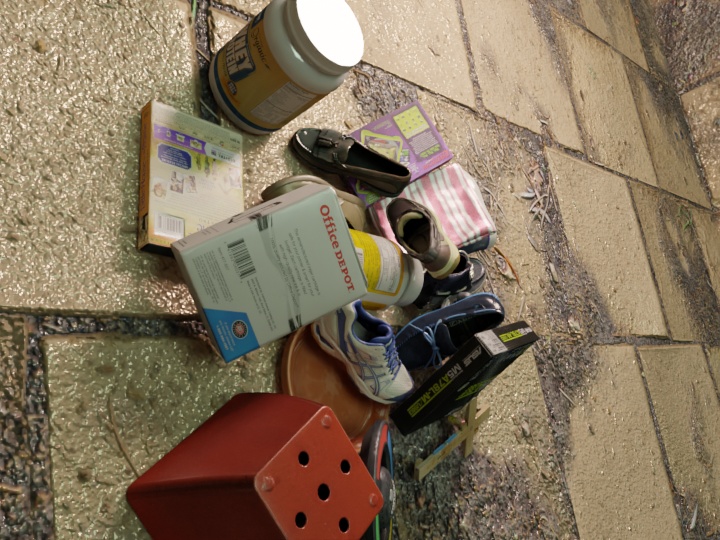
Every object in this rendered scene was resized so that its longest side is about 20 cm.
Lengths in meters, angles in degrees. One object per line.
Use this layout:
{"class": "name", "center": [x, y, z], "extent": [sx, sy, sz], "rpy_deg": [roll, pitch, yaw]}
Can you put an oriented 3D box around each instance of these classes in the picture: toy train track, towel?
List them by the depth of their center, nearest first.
{"class": "toy train track", "center": [0.143, 0.269, 1.130], "extent": [0.199, 0.032, 0.116], "rpy_deg": [-29, 129, -42]}
{"class": "towel", "center": [0.120, -0.095, 1.185], "extent": [0.198, 0.030, 0.147], "rpy_deg": [-21, 72, -19]}

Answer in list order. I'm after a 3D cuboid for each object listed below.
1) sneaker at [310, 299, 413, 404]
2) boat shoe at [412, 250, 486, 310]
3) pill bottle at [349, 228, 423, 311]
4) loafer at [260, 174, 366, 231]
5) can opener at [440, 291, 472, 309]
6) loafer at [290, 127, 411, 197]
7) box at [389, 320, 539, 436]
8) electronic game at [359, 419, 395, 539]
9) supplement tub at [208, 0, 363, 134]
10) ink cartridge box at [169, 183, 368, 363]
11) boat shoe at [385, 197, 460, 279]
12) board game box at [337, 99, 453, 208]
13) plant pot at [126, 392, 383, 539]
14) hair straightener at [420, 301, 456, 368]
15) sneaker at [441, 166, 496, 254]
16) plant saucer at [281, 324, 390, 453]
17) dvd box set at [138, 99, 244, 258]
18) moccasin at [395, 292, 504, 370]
{"class": "sneaker", "center": [0.020, 0.118, 0.984], "extent": [0.200, 0.088, 0.076], "rpy_deg": [44, 44, -26]}
{"class": "boat shoe", "center": [0.170, 0.003, 1.185], "extent": [0.199, 0.093, 0.075], "rpy_deg": [-24, 71, -45]}
{"class": "pill bottle", "center": [0.000, 0.000, 1.042], "extent": [0.199, 0.112, 0.114], "rpy_deg": [11, 65, -43]}
{"class": "loafer", "center": [-0.060, -0.088, 1.045], "extent": [0.199, 0.076, 0.068], "rpy_deg": [9, 60, -44]}
{"class": "can opener", "center": [0.174, 0.128, 1.168], "extent": [0.053, 0.066, 0.202], "rpy_deg": [-54, 136, -45]}
{"class": "loafer", "center": [-0.010, -0.181, 1.101], "extent": [0.198, 0.063, 0.073], "rpy_deg": [22, 69, -13]}
{"class": "box", "center": [0.161, 0.160, 1.063], "extent": [0.048, 0.194, 0.199], "rpy_deg": [50, 25, 21]}
{"class": "electronic game", "center": [0.026, 0.299, 0.922], "extent": [0.200, 0.041, 0.203], "rpy_deg": [-1, 90, -81]}
{"class": "supplement tub", "center": [-0.106, -0.297, 0.995], "extent": [0.144, 0.199, 0.146], "rpy_deg": [22, 58, -39]}
{"class": "ink cartridge box", "center": [-0.109, -0.002, 0.860], "extent": [0.198, 0.084, 0.147], "rpy_deg": [-25, 108, -18]}
{"class": "boat shoe", "center": [0.085, -0.065, 1.064], "extent": [0.065, 0.073, 0.200], "rpy_deg": [40, 8, -37]}
{"class": "board game box", "center": [0.049, -0.195, 1.175], "extent": [0.199, 0.032, 0.121], "rpy_deg": [-30, 82, -24]}
{"class": "plant pot", "center": [-0.097, 0.255, 0.779], "extent": [0.200, 0.175, 0.201], "rpy_deg": [-38, 101, -47]}
{"class": "hair straightener", "center": [0.130, 0.081, 1.208], "extent": [0.077, 0.041, 0.201], "rpy_deg": [44, 51, -24]}
{"class": "sneaker", "center": [0.147, -0.111, 1.274], "extent": [0.145, 0.081, 0.201], "rpy_deg": [-6, 55, -27]}
{"class": "plant saucer", "center": [-0.035, 0.160, 0.996], "extent": [0.199, 0.032, 0.202], "rpy_deg": [23, 57, -39]}
{"class": "dvd box set", "center": [-0.218, -0.108, 0.920], "extent": [0.145, 0.029, 0.202], "rpy_deg": [14, 63, -43]}
{"class": "moccasin", "center": [0.129, 0.095, 1.082], "extent": [0.081, 0.199, 0.068], "rpy_deg": [55, 3, -20]}
